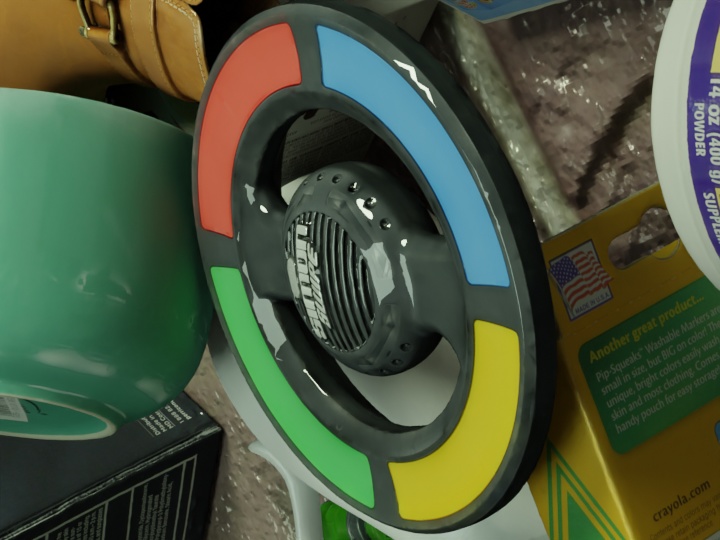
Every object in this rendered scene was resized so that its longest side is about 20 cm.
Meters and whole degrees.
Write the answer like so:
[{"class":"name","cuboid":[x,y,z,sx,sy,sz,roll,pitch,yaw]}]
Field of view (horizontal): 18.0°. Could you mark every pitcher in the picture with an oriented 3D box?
[{"class":"pitcher","cuboid":[0.004,0.073,0.977,0.172,0.121,0.200,-45,72,22]}]

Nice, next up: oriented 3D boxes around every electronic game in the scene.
[{"class":"electronic game","cuboid":[0.000,0.000,0.821,0.200,0.042,0.201,31,132,43]}]

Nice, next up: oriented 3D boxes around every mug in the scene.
[{"class":"mug","cuboid":[-0.124,0.009,0.938,0.152,0.185,0.115,-10,67,44]}]

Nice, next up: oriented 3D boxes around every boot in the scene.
[{"class":"boot","cuboid":[-0.095,-0.096,0.936,0.155,0.077,0.201,31,124,35]}]

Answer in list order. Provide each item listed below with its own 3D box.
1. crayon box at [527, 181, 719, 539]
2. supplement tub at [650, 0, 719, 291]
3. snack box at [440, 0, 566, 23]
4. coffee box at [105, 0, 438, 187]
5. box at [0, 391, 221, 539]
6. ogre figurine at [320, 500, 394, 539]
[{"class":"crayon box","cuboid":[0.124,0.066,0.841,0.052,0.126,0.201,-11,102,54]},{"class":"supplement tub","cuboid":[0.201,-0.046,0.657,0.200,0.145,0.146,7,117,50]},{"class":"snack box","cuboid":[0.082,-0.129,0.819,0.200,0.072,0.024,-9,64,53]},{"class":"coffee box","cuboid":[-0.055,-0.082,1.012,0.113,0.080,0.200,51,142,20]},{"class":"box","cuboid":[-0.198,0.155,1.242,0.123,0.198,0.200,40,138,28]},{"class":"ogre figurine","cuboid":[-0.010,0.191,1.091,0.120,0.098,0.201,-145,47,-74]}]
